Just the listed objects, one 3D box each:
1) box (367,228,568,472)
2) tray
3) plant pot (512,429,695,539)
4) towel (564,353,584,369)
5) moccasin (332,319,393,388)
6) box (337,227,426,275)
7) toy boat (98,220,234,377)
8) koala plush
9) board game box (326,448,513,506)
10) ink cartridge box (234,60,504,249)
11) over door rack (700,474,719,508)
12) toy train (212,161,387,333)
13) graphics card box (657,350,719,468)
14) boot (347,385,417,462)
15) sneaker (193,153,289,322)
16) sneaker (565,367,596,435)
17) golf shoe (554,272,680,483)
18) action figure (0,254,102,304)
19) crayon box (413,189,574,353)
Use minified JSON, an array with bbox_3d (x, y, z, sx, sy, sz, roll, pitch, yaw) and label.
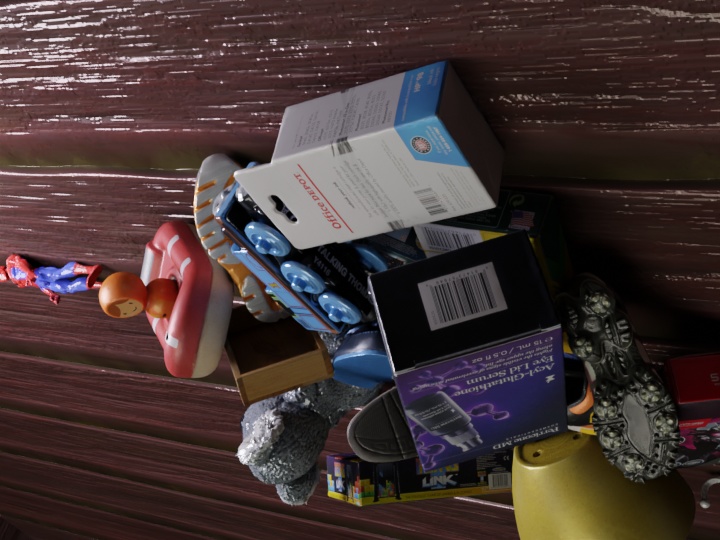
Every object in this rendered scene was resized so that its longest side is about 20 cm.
[{"bbox_3d":[0.100,0.077,1.070,0.146,0.105,0.201,-17,145,2],"label":"box"},{"bbox_3d":[-0.098,0.081,1.314,0.200,0.098,0.037,-129,23,-69],"label":"tray"},{"bbox_3d":[0.244,0.233,1.315,0.199,0.200,0.143,-9,120,47],"label":"plant pot"},{"bbox_3d":[0.222,0.122,1.327,0.144,0.024,0.200,24,155,-2],"label":"towel"},{"bbox_3d":[0.004,0.075,1.245,0.080,0.069,0.200,18,166,-11],"label":"moccasin"},{"bbox_3d":[0.000,0.000,1.262,0.135,0.038,0.200,22,153,4],"label":"box"},{"bbox_3d":[-0.218,0.031,1.305,0.129,0.132,0.200,2,-154,-27],"label":"toy boat"},{"bbox_3d":[-0.076,0.167,1.444,0.182,0.201,0.178,9,149,26],"label":"koala plush"},{"bbox_3d":[0.072,0.251,1.497,0.198,0.057,0.165,-2,176,-16],"label":"board game box"},{"bbox_3d":[0.007,-0.092,1.016,0.198,0.067,0.116,-11,139,29],"label":"ink cartridge box"},{"bbox_3d":[0.496,0.284,1.338,0.147,0.067,0.199,37,150,-26],"label":"over door rack"},{"bbox_3d":[-0.061,-0.018,1.152,0.114,0.087,0.200,-1,143,50],"label":"toy train"},{"bbox_3d":[0.336,0.139,1.175,0.124,0.051,0.201,-5,153,-6],"label":"graphics card box"},{"bbox_3d":[0.068,0.132,1.275,0.074,0.199,0.151,59,171,-4],"label":"boot"},{"bbox_3d":[-0.123,-0.039,1.257,0.077,0.078,0.201,-19,126,-1],"label":"sneaker"},{"bbox_3d":[0.177,0.131,1.267,0.198,0.071,0.090,-8,146,37],"label":"sneaker"},{"bbox_3d":[0.242,0.094,1.109,0.076,0.088,0.202,-19,99,19],"label":"golf shoe"},{"bbox_3d":[-0.420,0.012,1.618,0.198,0.052,0.066,8,153,33],"label":"action figure"},{"bbox_3d":[0.133,0.000,1.140,0.126,0.051,0.201,9,149,25],"label":"crayon box"}]
